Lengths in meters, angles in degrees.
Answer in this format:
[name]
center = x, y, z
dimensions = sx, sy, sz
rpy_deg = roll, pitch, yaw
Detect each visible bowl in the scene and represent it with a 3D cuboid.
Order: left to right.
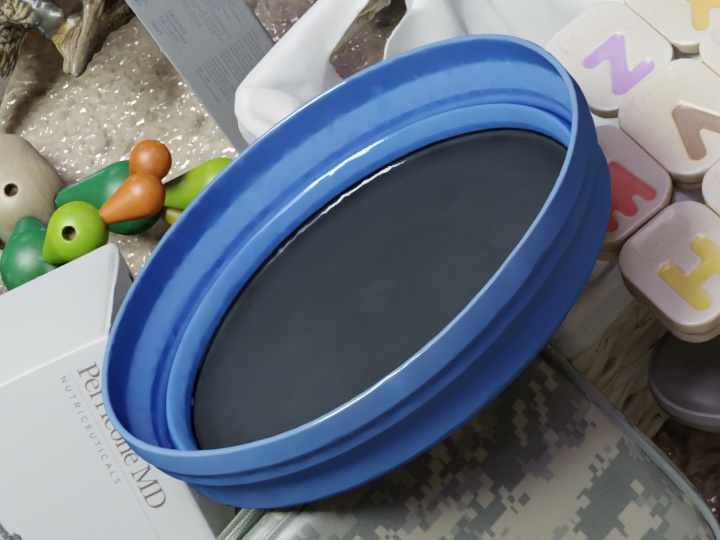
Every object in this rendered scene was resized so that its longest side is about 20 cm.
[bowl]
center = 0.000, 0.000, 0.830
dimensions = 0.200, 0.039, 0.201
rpy_deg = -29, 31, 19

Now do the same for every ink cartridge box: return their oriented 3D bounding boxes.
[ink cartridge box]
center = -0.075, -0.118, 1.030
dimensions = 0.044, 0.200, 0.094
rpy_deg = -35, 53, 0

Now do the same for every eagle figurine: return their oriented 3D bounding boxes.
[eagle figurine]
center = -0.197, -0.134, 1.137
dimensions = 0.199, 0.152, 0.152
rpy_deg = 12, 79, 25

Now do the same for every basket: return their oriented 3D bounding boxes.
[basket]
center = 0.069, -0.038, 0.965
dimensions = 0.136, 0.123, 0.200
rpy_deg = -47, 54, -10

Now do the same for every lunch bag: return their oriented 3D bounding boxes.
[lunch bag]
center = 0.014, 0.125, 0.870
dimensions = 0.139, 0.168, 0.200
rpy_deg = 43, 80, 1

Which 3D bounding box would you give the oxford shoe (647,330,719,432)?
[oxford shoe]
center = 0.193, 0.008, 0.852
dimensions = 0.199, 0.058, 0.075
rpy_deg = -15, 48, 26

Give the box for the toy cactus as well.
[toy cactus]
center = -0.141, -0.008, 1.076
dimensions = 0.200, 0.102, 0.165
rpy_deg = -35, 34, 3

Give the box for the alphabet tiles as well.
[alphabet tiles]
center = 0.164, -0.065, 0.856
dimensions = 0.200, 0.015, 0.196
rpy_deg = -39, 53, -5

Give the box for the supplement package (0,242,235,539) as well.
[supplement package]
center = -0.163, 0.094, 0.958
dimensions = 0.199, 0.117, 0.117
rpy_deg = -25, 17, 5
